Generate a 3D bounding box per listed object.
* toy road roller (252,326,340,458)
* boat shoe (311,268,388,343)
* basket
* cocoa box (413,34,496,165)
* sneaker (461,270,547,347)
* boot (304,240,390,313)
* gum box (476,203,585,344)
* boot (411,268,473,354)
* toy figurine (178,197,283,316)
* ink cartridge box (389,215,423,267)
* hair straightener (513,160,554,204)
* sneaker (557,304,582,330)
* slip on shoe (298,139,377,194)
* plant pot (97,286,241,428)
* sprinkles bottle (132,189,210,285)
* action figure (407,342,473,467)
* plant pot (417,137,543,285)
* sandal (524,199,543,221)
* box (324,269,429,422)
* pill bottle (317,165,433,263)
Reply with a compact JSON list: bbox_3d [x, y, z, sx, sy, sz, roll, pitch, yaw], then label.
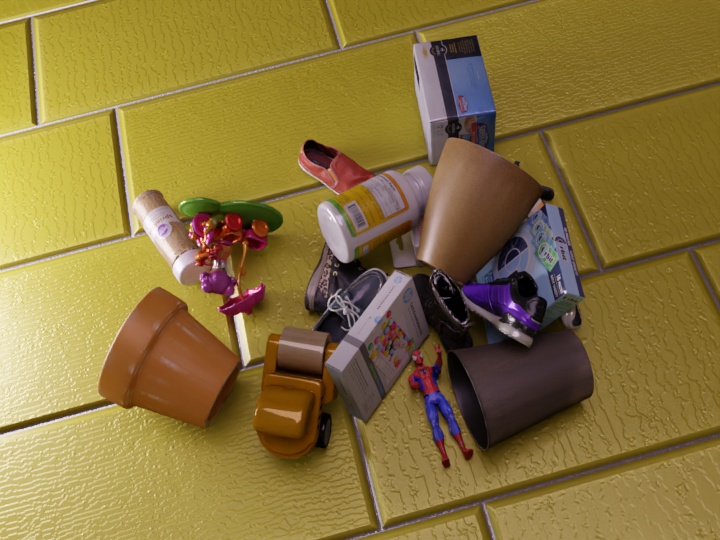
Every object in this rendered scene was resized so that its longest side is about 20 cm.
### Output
[{"bbox_3d":[-0.106,0.196,1.534,0.120,0.146,0.205,7,88,10],"label":"toy road roller"},{"bbox_3d":[-0.029,0.079,1.627,0.200,0.062,0.075,-46,75,8],"label":"boat shoe"},{"bbox_3d":[0.260,0.177,1.544,0.196,0.138,0.182,-16,42,-10],"label":"basket"},{"bbox_3d":[0.180,-0.329,1.856,0.128,0.134,0.203,-8,58,0],"label":"cocoa box"},{"bbox_3d":[0.239,0.043,1.556,0.101,0.069,0.200,-61,31,7],"label":"sneaker"},{"bbox_3d":[0.000,0.000,1.710,0.148,0.074,0.203,18,66,17],"label":"boot"},{"bbox_3d":[0.276,0.016,1.606,0.044,0.200,0.173,14,53,-29],"label":"gum box"},{"bbox_3d":[0.136,0.047,1.606,0.068,0.175,0.201,-30,60,-9],"label":"boot"},{"bbox_3d":[-0.233,-0.015,1.701,0.197,0.149,0.188,14,65,-34],"label":"toy figurine"},{"bbox_3d":[0.148,-0.081,1.747,0.196,0.068,0.118,-10,58,0],"label":"ink cartridge box"},{"bbox_3d":[0.273,-0.171,1.812,0.197,0.041,0.078,21,63,22],"label":"hair straightener"},{"bbox_3d":[0.319,0.042,1.633,0.080,0.076,0.201,-20,30,4],"label":"sneaker"},{"bbox_3d":[-0.037,-0.190,1.838,0.198,0.062,0.074,30,64,20],"label":"slip on shoe"},{"bbox_3d":[-0.302,0.160,1.590,0.181,0.201,0.202,28,64,3],"label":"plant pot"},{"bbox_3d":[-0.353,-0.063,1.790,0.068,0.069,0.201,-32,60,-14],"label":"sprinkles bottle"},{"bbox_3d":[0.122,0.204,1.563,0.064,0.100,0.202,-18,56,-7],"label":"action figure"},{"bbox_3d":[0.181,-0.085,1.609,0.184,0.186,0.203,26,87,20],"label":"plant pot"},{"bbox_3d":[0.275,-0.139,1.724,0.207,0.059,0.079,47,42,-1],"label":"sandal"},{"bbox_3d":[0.032,0.125,1.581,0.041,0.157,0.201,22,61,31],"label":"box"},{"bbox_3d":[0.034,-0.104,1.668,0.197,0.112,0.112,-27,59,-18],"label":"pill bottle"}]
